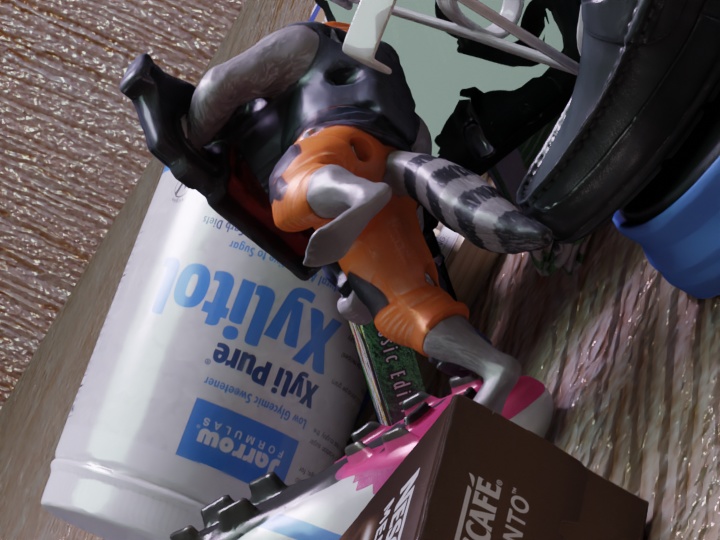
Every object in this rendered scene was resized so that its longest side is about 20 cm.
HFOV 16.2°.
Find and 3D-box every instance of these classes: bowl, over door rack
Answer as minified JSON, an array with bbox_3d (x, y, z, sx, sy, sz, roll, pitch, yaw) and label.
[{"bbox_3d":[0.153,-0.088,0.910,0.201,0.039,0.201,-59,10,16],"label":"bowl"},{"bbox_3d":[0.010,-0.116,0.918,0.199,0.147,0.067,-1,-72,-56],"label":"over door rack"}]

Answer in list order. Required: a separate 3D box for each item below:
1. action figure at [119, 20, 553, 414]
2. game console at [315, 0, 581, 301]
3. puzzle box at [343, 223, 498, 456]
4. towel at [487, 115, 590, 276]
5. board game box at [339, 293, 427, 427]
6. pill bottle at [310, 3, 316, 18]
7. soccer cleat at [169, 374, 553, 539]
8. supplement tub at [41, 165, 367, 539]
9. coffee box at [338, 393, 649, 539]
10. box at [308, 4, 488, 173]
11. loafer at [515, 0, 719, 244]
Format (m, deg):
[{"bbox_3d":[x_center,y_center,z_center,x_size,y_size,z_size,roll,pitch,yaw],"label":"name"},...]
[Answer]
[{"bbox_3d":[0.015,-0.023,0.951,0.105,0.200,0.194,-43,37,14],"label":"action figure"},{"bbox_3d":[0.041,-0.107,1.111,0.176,0.116,0.201,-38,56,30],"label":"game console"},{"bbox_3d":[-0.017,0.051,1.286,0.133,0.025,0.201,27,89,55],"label":"puzzle box"},{"bbox_3d":[0.079,-0.116,1.061,0.201,0.023,0.153,104,151,-44],"label":"towel"},{"bbox_3d":[0.000,0.000,1.112,0.023,0.202,0.105,-17,11,-1],"label":"board game box"},{"bbox_3d":[0.055,-0.201,1.506,0.200,0.119,0.120,-55,11,36],"label":"pill bottle"},{"bbox_3d":[0.011,0.109,1.050,0.199,0.087,0.070,-28,5,32],"label":"soccer cleat"},{"bbox_3d":[-0.059,0.041,1.211,0.132,0.131,0.201,154,137,-74],"label":"supplement tub"},{"bbox_3d":[0.009,0.152,0.863,0.200,0.079,0.113,-53,12,41],"label":"coffee box"},{"bbox_3d":[0.033,-0.136,1.385,0.199,0.032,0.122,26,87,47],"label":"box"},{"bbox_3d":[0.104,-0.103,0.876,0.201,0.070,0.068,-59,11,16],"label":"loafer"}]
